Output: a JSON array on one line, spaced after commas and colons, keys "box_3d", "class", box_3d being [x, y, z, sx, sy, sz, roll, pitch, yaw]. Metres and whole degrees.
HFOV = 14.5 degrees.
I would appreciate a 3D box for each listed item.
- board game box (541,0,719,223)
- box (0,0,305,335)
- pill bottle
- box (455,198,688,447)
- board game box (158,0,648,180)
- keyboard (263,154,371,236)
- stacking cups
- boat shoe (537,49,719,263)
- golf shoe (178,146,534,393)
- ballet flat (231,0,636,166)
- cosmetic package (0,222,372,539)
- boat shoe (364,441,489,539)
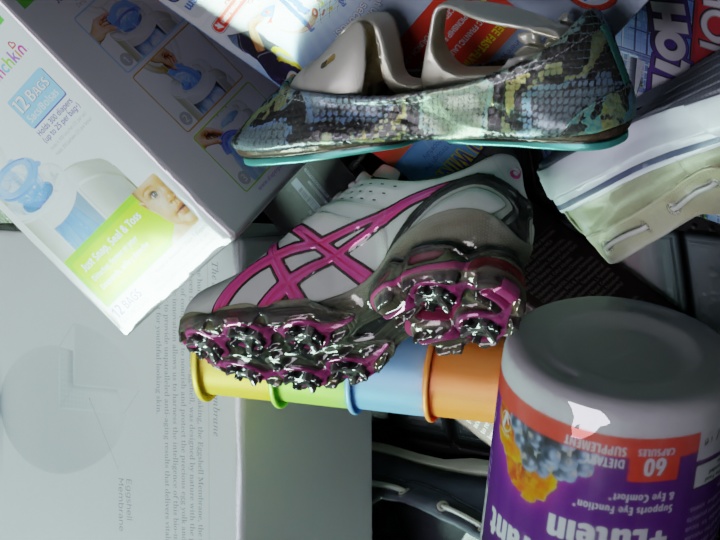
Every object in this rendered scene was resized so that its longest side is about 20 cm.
[{"box_3d": [0.175, -0.101, 1.308, 0.199, 0.062, 0.201, 21, 128, 29], "class": "board game box"}, {"box_3d": [-0.133, -0.088, 1.382, 0.200, 0.101, 0.112, 46, 136, -5], "class": "box"}, {"box_3d": [0.111, 0.124, 1.325, 0.111, 0.111, 0.201, 20, 120, 28], "class": "pill bottle"}, {"box_3d": [0.111, 0.053, 1.451, 0.200, 0.075, 0.100, 37, 134, 13], "class": "box"}, {"box_3d": [0.019, -0.151, 1.280, 0.195, 0.056, 0.200, 35, 137, -9], "class": "board game box"}, {"box_3d": [-0.007, -0.048, 1.422, 0.200, 0.021, 0.127, 49, 140, 3], "class": "keyboard"}, {"box_3d": [0.018, 0.044, 1.397, 0.199, 0.061, 0.061, 5, 121, 16], "class": "stacking cups"}, {"box_3d": [0.160, -0.058, 1.262, 0.062, 0.072, 0.200, 53, 146, -8], "class": "boat shoe"}, {"box_3d": [0.000, 0.000, 1.334, 0.199, 0.093, 0.073, -15, 143, 35], "class": "golf shoe"}, {"box_3d": [0.029, -0.086, 1.259, 0.199, 0.074, 0.075, -3, 115, 26], "class": "ballet flat"}, {"box_3d": [-0.103, 0.074, 1.560, 0.199, 0.123, 0.201, 4, 95, 39], "class": "cosmetic package"}, {"box_3d": [0.019, 0.145, 1.589, 0.199, 0.062, 0.075, 5, 121, 38], "class": "boat shoe"}]
